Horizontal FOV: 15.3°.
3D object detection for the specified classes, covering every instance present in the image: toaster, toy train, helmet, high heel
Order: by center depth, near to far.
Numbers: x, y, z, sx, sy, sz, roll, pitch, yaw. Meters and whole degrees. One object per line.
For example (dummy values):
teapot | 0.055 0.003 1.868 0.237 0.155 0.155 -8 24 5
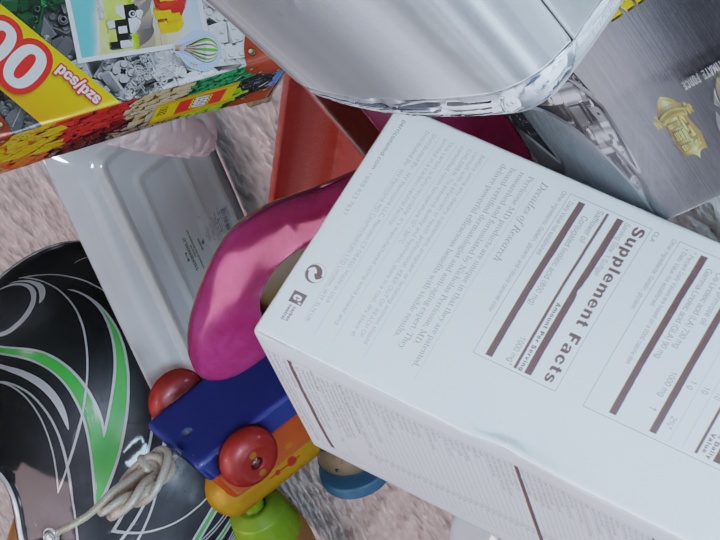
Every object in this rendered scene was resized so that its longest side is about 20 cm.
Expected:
toaster | 0.004 -0.123 0.862 0.129 0.114 0.200 45 158 -29
high heel | 0.000 0.000 1.191 0.067 0.200 0.096 10 -142 -54
toy train | -0.069 0.113 1.449 0.085 0.200 0.116 34 155 44
helmet | -0.139 0.094 1.576 0.191 0.200 0.200 37 153 32

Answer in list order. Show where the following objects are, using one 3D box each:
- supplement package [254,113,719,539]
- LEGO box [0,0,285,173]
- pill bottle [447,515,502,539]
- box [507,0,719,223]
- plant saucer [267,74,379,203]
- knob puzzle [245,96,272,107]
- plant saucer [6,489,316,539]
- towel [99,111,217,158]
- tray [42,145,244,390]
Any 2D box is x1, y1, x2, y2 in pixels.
supplement package | 0.081 0.042 1.012 0.200 0.110 0.114 25 161 22
LEGO box | -0.131 -0.152 1.111 0.077 0.149 0.200 135 116 -73
pill bottle | 0.135 0.155 1.161 0.200 0.113 0.113 40 154 40
box | 0.096 -0.100 0.962 0.159 0.048 0.200 58 160 -2
plant saucer | 0.030 0.013 1.301 0.200 0.037 0.200 49 159 18
knob puzzle | -0.064 -0.171 1.193 0.220 0.030 0.220 163 90 -76
plant saucer | -0.120 0.173 1.670 0.200 0.200 0.038 43 138 33
towel | -0.139 -0.145 1.240 0.200 0.032 0.191 1 -111 -69
tray | -0.095 -0.011 1.464 0.022 0.107 0.200 5 128 43
